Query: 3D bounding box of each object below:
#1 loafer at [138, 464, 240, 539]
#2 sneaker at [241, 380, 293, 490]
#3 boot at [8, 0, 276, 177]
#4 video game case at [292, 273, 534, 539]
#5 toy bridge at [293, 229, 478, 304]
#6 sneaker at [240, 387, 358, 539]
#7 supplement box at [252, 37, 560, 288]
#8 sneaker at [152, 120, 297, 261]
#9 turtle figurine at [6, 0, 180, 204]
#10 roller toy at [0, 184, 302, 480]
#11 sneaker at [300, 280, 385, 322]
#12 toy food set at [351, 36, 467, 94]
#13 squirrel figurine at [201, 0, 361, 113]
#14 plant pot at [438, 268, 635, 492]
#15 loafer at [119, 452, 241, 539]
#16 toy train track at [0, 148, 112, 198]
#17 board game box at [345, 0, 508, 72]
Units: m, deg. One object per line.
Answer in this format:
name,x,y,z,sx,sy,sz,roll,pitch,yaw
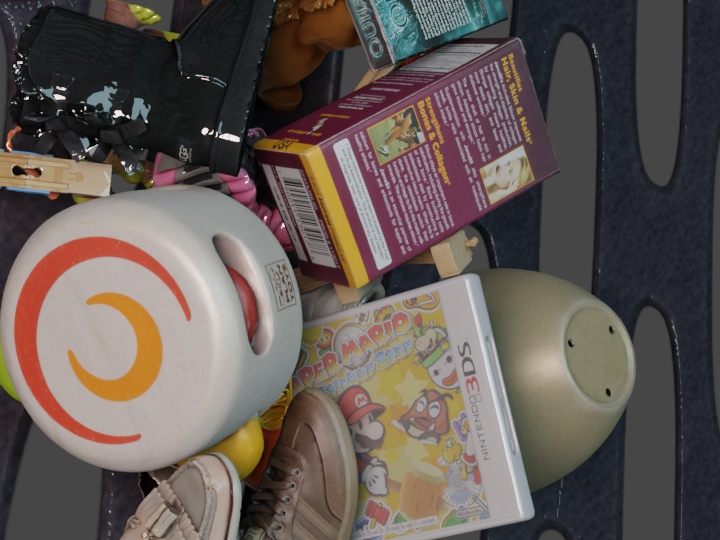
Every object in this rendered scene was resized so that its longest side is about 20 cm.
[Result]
loafer,-0.120,0.221,1.269,0.071,0.073,0.201,-7,76,-32
sneaker,-0.083,0.075,1.324,0.073,0.077,0.201,-21,102,-30
boot,-0.147,-0.150,1.230,0.162,0.073,0.199,12,51,-2
video game case,0.022,0.114,1.334,0.023,0.199,0.183,-3,78,-56
toy bridge,0.000,0.000,1.355,0.067,0.199,0.027,-45,118,-59
sneaker,-0.052,0.187,1.297,0.075,0.070,0.201,-6,103,-37
supplement box,0.037,-0.083,1.313,0.200,0.086,0.111,-30,111,-25
sneaker,-0.097,-0.077,1.333,0.200,0.079,0.096,50,38,-62
turtle figurine,-0.176,-0.106,1.318,0.200,0.064,0.162,30,73,-44
roller toy,-0.136,0.037,1.214,0.200,0.183,0.140,30,18,15
sneaker,0.009,0.100,1.393,0.078,0.099,0.201,-19,90,-47
toy food set,0.033,-0.119,1.443,0.049,0.200,0.198,36,85,13
squirrel figurine,-0.021,-0.230,1.378,0.200,0.186,0.142,26,50,-70
plant pot,0.153,0.085,1.506,0.200,0.134,0.201,14,68,-38
loafer,-0.140,0.203,1.175,0.063,0.200,0.072,2,39,-36
toy train track,-0.271,-0.070,1.209,0.199,0.033,0.115,6,84,-14
board game box,0.025,-0.259,1.307,0.135,0.028,0.201,-26,97,-41
